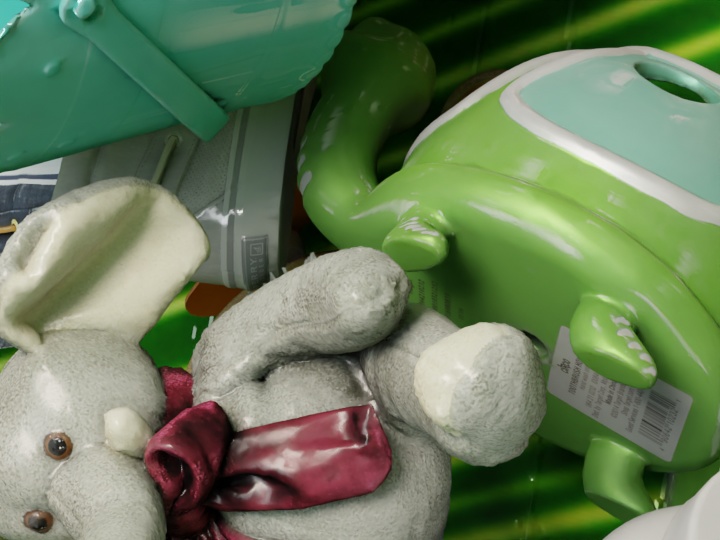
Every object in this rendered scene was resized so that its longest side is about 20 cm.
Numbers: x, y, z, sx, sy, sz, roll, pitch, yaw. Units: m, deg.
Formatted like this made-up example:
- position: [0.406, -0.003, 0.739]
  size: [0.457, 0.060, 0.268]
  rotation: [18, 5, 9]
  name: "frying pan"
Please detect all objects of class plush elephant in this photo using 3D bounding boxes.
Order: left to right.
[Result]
- position: [-0.051, 0.062, 0.676]
  size: [0.200, 0.154, 0.165]
  rotation: [-128, 38, -52]
  name: "plush elephant"

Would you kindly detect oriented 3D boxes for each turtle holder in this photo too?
- position: [0.069, -0.011, 0.758]
  size: [0.185, 0.141, 0.132]
  rotation: [14, 56, 41]
  name: "turtle holder"

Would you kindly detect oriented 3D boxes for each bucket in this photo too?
- position: [-0.099, -0.130, 0.681]
  size: [0.207, 0.135, 0.208]
  rotation: [26, 121, 53]
  name: "bucket"

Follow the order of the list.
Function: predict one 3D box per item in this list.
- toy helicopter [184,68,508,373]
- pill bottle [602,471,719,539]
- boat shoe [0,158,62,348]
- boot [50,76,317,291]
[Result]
- position: [0.000, 0.000, 0.850]
  size: [0.200, 0.079, 0.132]
  rotation: [-51, 52, 6]
  name: "toy helicopter"
- position: [0.099, 0.144, 0.686]
  size: [0.109, 0.109, 0.200]
  rotation: [58, 145, 24]
  name: "pill bottle"
- position: [-0.123, -0.008, 0.924]
  size: [0.200, 0.071, 0.091]
  rotation: [1, 87, 39]
  name: "boat shoe"
- position: [-0.067, -0.079, 0.831]
  size: [0.095, 0.074, 0.200]
  rotation: [5, 47, 3]
  name: "boot"
